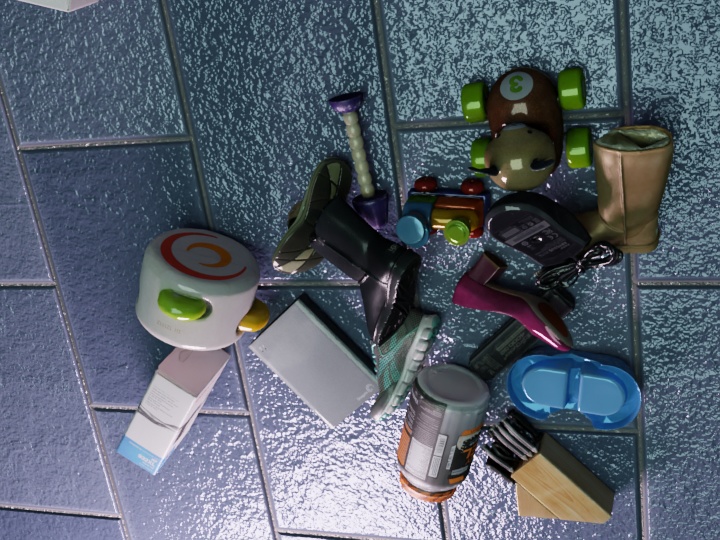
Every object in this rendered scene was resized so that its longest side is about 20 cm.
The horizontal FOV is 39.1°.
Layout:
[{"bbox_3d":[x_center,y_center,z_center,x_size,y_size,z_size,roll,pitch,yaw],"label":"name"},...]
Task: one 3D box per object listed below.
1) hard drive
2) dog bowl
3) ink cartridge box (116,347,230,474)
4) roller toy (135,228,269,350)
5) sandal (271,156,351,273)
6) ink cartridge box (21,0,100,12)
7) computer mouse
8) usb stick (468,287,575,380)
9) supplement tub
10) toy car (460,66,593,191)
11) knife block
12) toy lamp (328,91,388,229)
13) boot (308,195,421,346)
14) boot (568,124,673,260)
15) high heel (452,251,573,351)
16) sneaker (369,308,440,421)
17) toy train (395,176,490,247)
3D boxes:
[{"bbox_3d":[-0.070,0.152,1.671,0.200,0.033,0.140,45,120,-5],"label":"hard drive"},{"bbox_3d":[0.324,0.173,1.531,0.199,0.050,0.112,8,116,17],"label":"dog bowl"},{"bbox_3d":[-0.318,0.224,1.729,0.083,0.145,0.201,32,121,2],"label":"ink cartridge box"},{"bbox_3d":[-0.256,0.033,1.597,0.182,0.199,0.140,43,128,38],"label":"roller toy"},{"bbox_3d":[-0.073,-0.083,1.549,0.079,0.057,0.202,18,107,-32],"label":"sandal"},{"bbox_3d":[-0.417,-0.435,1.420,0.144,0.200,0.085,15,119,12],"label":"ink cartridge box"},{"bbox_3d":[0.243,-0.051,1.353,0.200,0.053,0.138,32,140,-33],"label":"computer mouse"},{"bbox_3d":[0.242,0.095,1.534,0.055,0.033,0.200,38,121,-8],"label":"usb stick"},{"bbox_3d":[0.126,0.259,1.600,0.122,0.123,0.201,17,119,11],"label":"supplement tub"},{"bbox_3d":[0.207,-0.169,1.323,0.163,0.200,0.159,-4,113,21],"label":"toy car"},{"bbox_3d":[0.294,0.302,1.593,0.199,0.064,0.177,1,115,19],"label":"knife block"},{"bbox_3d":[0.002,-0.158,1.486,0.058,0.058,0.201,-5,113,21],"label":"toy lamp"},{"bbox_3d":[0.000,0.000,1.506,0.168,0.076,0.201,37,143,21],"label":"boot"},{"bbox_3d":[0.321,-0.104,1.348,0.174,0.066,0.201,-5,141,10],"label":"boot"},{"bbox_3d":[0.221,0.069,1.480,0.200,0.067,0.096,50,118,32],"label":"high heel"},{"bbox_3d":[0.051,0.142,1.600,0.091,0.078,0.201,28,105,14],"label":"sneaker"},{"bbox_3d":[0.153,-0.072,1.437,0.199,0.116,0.085,5,116,18],"label":"toy train"}]
